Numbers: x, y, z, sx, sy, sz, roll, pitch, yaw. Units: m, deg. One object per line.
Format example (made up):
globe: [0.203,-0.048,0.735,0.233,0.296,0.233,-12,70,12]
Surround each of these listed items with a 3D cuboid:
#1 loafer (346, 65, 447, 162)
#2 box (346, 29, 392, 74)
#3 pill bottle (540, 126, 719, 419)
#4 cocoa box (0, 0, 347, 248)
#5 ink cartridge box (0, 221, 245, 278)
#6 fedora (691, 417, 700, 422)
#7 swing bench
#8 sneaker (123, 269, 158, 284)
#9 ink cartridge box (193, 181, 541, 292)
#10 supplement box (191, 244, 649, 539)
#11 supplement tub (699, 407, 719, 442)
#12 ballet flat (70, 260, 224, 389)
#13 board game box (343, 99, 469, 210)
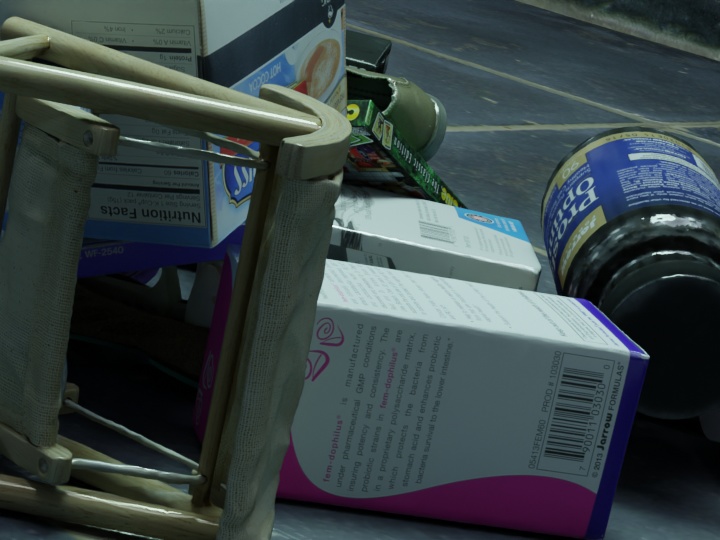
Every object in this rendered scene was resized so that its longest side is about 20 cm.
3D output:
loafer: [-0.042,-0.116,1.484,0.199,0.075,0.070,6,-19,23]
box: [-0.093,-0.111,1.617,0.199,0.149,0.124,13,14,3]
pill bottle: [0.165,0.002,1.275,0.111,0.112,0.200,11,22,-6]
cocoa box: [-0.099,-0.106,1.143,0.133,0.132,0.200,5,21,19]
ink cartridge box: [-0.137,-0.030,1.194,0.197,0.044,0.200,-8,20,-13]
fedora: [0.214,0.034,1.437,0.199,0.091,0.177,16,14,14]
swing bench: [-0.107,0.011,0.988,0.199,0.200,0.130,16,14,13]
sneaker: [-0.176,-0.022,1.386,0.083,0.081,0.200,39,-3,-24]
ink cartridge box: [0.000,0.000,1.386,0.199,0.084,0.145,12,13,-4]
supplement box: [0.026,0.060,1.127,0.199,0.102,0.103,9,13,-16]
supplement tub: [0.310,0.058,1.308,0.199,0.146,0.145,12,13,-6]
ballet flat: [-0.105,0.019,1.232,0.199,0.073,0.068,19,12,22]
board game box: [-0.001,-0.059,1.470,0.104,0.024,0.200,5,-20,28]
